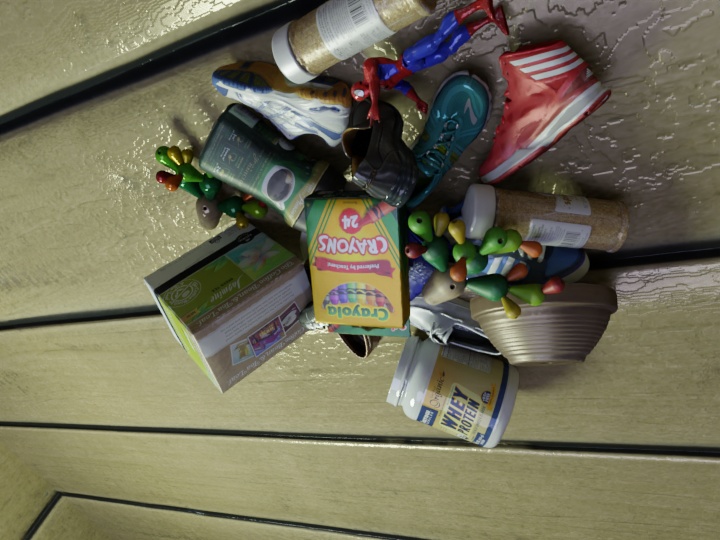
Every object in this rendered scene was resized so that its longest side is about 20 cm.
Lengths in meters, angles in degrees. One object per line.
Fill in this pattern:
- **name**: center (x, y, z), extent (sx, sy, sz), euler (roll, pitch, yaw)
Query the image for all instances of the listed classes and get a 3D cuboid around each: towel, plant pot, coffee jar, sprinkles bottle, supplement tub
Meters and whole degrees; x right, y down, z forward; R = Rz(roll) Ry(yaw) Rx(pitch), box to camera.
- **towel**: center (0.040, -0.021, 0.869), extent (0.147, 0.050, 0.200), euler (38, 148, -4)
- **plant pot**: center (0.253, 0.082, 0.828), extent (0.197, 0.095, 0.201), euler (0, 167, 0)
- **coffee jar**: center (-0.121, -0.140, 0.850), extent (0.198, 0.086, 0.105), euler (33, 112, -7)
- **sprinkles bottle**: center (0.231, -0.065, 0.756), extent (0.196, 0.069, 0.069), euler (6, 135, -3)
- **sprinkles bottle**: center (-0.011, -0.287, 0.693), extent (0.198, 0.069, 0.069), euler (-15, 123, 35)
- **supplement tub**: center (0.155, 0.200, 1.020), extent (0.197, 0.145, 0.146), euler (19, 136, 8)

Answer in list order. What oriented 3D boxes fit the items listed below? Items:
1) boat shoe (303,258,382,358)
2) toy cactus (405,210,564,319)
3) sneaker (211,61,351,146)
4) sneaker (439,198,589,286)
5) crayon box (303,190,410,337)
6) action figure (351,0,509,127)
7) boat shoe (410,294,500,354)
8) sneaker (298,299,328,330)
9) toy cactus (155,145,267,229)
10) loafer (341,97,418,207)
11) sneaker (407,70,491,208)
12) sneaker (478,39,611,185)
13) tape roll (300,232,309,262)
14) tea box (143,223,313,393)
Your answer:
- **boat shoe**: center (-0.028, 0.063, 0.979), extent (0.075, 0.072, 0.201), euler (-20, 120, 37)
- **toy cactus**: center (0.130, 0.006, 0.731), extent (0.197, 0.104, 0.165), euler (20, 147, -17)
- **sneaker**: center (-0.110, -0.219, 0.809), extent (0.197, 0.076, 0.089), euler (18, 136, 11)
- **sneaker**: center (0.199, -0.047, 0.816), extent (0.197, 0.081, 0.148), euler (-1, 134, 33)
- **crayon box**: center (0.000, 0.000, 0.776), extent (0.125, 0.051, 0.204), euler (1, 109, 18)
- **action figure**: center (0.072, -0.223, 0.687), extent (0.198, 0.101, 0.065), euler (-16, 165, 33)
- **boat shoe**: center (0.144, 0.090, 0.977), extent (0.197, 0.069, 0.073), euler (18, 136, 9)
- **sneaker**: center (-0.033, 0.019, 0.869), extent (0.199, 0.067, 0.091), euler (-29, 103, 39)
- **toy cactus**: center (-0.239, -0.117, 0.954), extent (0.197, 0.104, 0.166), euler (19, 146, -4)
- **loafer**: center (0.011, -0.159, 0.722), extent (0.071, 0.201, 0.073), euler (16, 123, -25)
- **sneaker**: center (0.103, -0.157, 0.762), extent (0.077, 0.080, 0.201), euler (27, 136, -1)
- **sneaker**: center (0.191, -0.193, 0.713), extent (0.116, 0.078, 0.200), euler (56, 141, 4)
- **tape roll**: center (-0.001, -0.029, 0.960), extent (0.199, 0.037, 0.205), euler (13, 135, 13)
- **tea box**: center (-0.203, 0.048, 0.961), extent (0.196, 0.199, 0.135), euler (32, 147, 42)
